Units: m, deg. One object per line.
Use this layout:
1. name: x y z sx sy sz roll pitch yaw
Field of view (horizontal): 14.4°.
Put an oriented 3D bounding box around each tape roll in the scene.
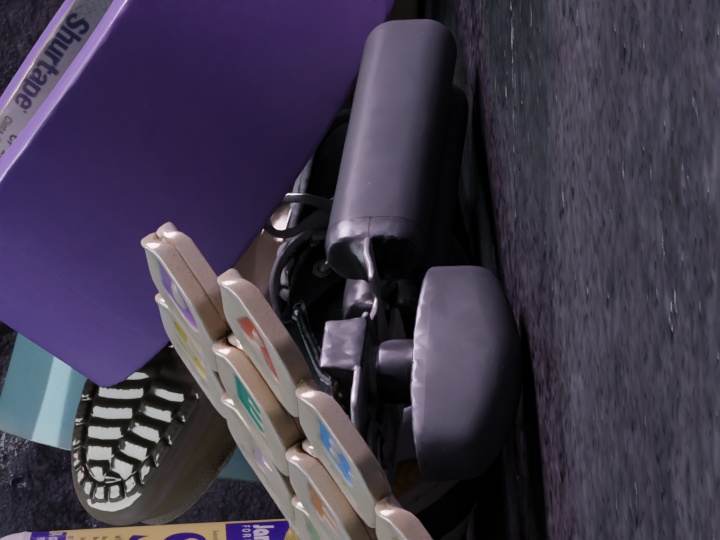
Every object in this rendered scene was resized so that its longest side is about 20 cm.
1. tape roll: -0.075 -0.062 1.050 0.200 0.085 0.200 -51 14 18

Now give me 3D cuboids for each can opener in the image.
1. can opener: 0.025 -0.004 0.908 0.200 0.067 0.053 -80 -18 -46

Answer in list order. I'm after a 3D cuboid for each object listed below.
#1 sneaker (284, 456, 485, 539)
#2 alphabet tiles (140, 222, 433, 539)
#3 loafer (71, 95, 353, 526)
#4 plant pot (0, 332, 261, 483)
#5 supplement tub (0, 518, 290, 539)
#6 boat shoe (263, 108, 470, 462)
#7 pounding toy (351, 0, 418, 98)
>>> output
1. sneaker: 0.016 0.118 1.028 0.088 0.076 0.200 52 155 10
2. alphabet tiles: -0.006 0.079 0.864 0.200 0.015 0.196 55 169 17
3. loafer: -0.042 0.020 1.117 0.068 0.076 0.200 45 -115 -38
4. plant pot: -0.080 0.018 1.491 0.201 0.200 0.161 -158 78 -86
5. supplement tub: -0.073 0.190 1.332 0.145 0.200 0.146 177 90 -86
6. boat shoe: 0.003 -0.001 1.008 0.199 0.073 0.068 -80 -24 -62
7. pounding toy: -0.054 -0.167 1.234 0.184 0.142 0.200 -111 19 -78
